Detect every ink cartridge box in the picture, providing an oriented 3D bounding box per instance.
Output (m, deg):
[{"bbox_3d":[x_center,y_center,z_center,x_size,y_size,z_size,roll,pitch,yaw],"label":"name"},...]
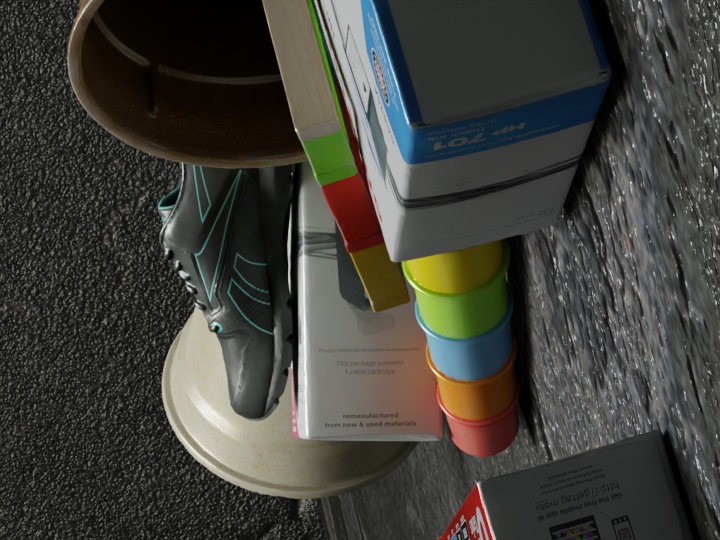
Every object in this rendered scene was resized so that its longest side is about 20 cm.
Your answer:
[{"bbox_3d":[0.103,0.178,1.024,0.200,0.083,0.177,100,154,-76],"label":"ink cartridge box"},{"bbox_3d":[0.000,0.000,1.384,0.146,0.084,0.201,142,128,-84],"label":"ink cartridge box"},{"bbox_3d":[0.035,-0.103,0.961,0.200,0.085,0.147,98,156,-75],"label":"ink cartridge box"}]

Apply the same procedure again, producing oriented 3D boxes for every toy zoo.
[{"bbox_3d":[-0.012,-0.068,1.111,0.200,0.020,0.132,66,-172,-58],"label":"toy zoo"}]

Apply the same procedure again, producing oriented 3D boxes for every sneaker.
[{"bbox_3d":[-0.077,-0.010,1.353,0.075,0.079,0.201,-113,21,-73],"label":"sneaker"}]

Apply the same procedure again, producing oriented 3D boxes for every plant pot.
[{"bbox_3d":[-0.061,-0.191,1.218,0.201,0.199,0.199,83,177,-58],"label":"plant pot"},{"bbox_3d":[-0.038,0.026,1.651,0.184,0.199,0.201,99,159,-47],"label":"plant pot"}]

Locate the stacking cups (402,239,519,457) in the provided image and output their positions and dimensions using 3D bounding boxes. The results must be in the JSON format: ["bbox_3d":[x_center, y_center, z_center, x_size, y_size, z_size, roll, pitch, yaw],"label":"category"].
[{"bbox_3d":[0.053,0.031,1.252,0.201,0.060,0.061,82,171,-50],"label":"stacking cups"}]
